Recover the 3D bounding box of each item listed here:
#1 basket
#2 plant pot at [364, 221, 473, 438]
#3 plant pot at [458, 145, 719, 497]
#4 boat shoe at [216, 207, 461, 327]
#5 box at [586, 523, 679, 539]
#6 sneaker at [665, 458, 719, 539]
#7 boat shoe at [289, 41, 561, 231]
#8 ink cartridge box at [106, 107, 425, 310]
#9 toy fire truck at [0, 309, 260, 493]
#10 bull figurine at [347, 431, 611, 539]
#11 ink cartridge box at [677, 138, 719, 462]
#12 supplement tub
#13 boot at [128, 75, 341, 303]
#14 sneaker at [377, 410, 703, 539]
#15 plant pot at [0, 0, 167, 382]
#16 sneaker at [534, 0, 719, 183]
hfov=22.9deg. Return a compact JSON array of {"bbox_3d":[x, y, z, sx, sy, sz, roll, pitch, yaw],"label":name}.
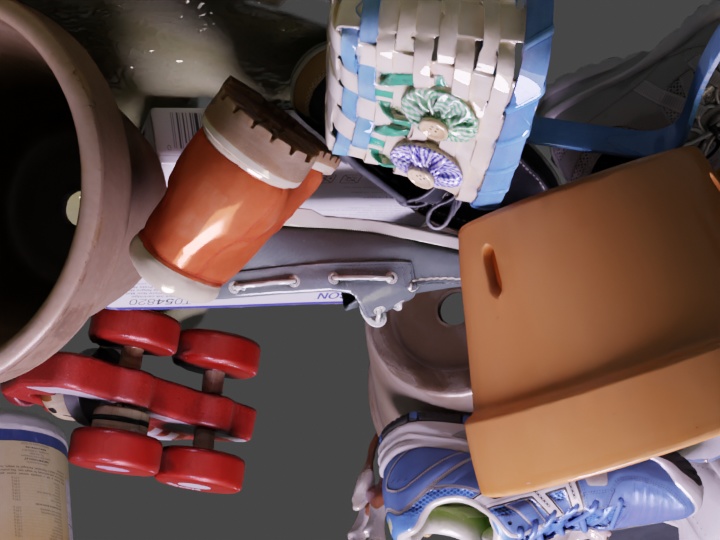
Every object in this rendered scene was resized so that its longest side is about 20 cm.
[{"bbox_3d":[0.081,-0.109,0.893,0.198,0.141,0.177,2,155,-2],"label":"basket"},{"bbox_3d":[0.082,0.052,1.156,0.198,0.202,0.174,-15,157,13],"label":"plant pot"},{"bbox_3d":[0.136,0.022,0.941,0.198,0.141,0.200,-19,177,-1],"label":"plant pot"},{"bbox_3d":[0.000,0.000,1.046,0.198,0.063,0.073,8,-179,-11],"label":"boat shoe"},{"bbox_3d":[0.208,0.115,1.351,0.198,0.199,0.124,-10,156,1],"label":"box"},{"bbox_3d":[0.202,0.123,1.218,0.088,0.200,0.075,-39,130,6],"label":"sneaker"},{"bbox_3d":[0.044,-0.063,1.018,0.199,0.062,0.075,29,106,-35],"label":"boat shoe"},{"bbox_3d":[-0.056,-0.037,1.120,0.197,0.041,0.200,-1,154,-20],"label":"ink cartridge box"},{"bbox_3d":[-0.178,0.097,1.310,0.167,0.113,0.199,-5,163,42],"label":"toy fire truck"},{"bbox_3d":[0.081,0.172,1.243,0.199,0.122,0.065,23,155,33],"label":"bull figurine"},{"bbox_3d":[0.216,0.000,1.099,0.076,0.202,0.136,11,149,-36],"label":"ink cartridge box"},{"bbox_3d":[-0.299,0.225,1.413,0.143,0.202,0.145,-7,156,-3],"label":"supplement tub"},{"bbox_3d":[-0.070,-0.040,0.928,0.108,0.075,0.200,-56,178,9],"label":"boot"},{"bbox_3d":[0.107,0.139,1.071,0.198,0.078,0.076,2,142,4],"label":"sneaker"},{"bbox_3d":[-0.184,-0.038,0.932,0.198,0.202,0.174,-17,171,19],"label":"plant pot"},{"bbox_3d":[0.198,-0.096,1.029,0.199,0.083,0.074,-25,151,31],"label":"sneaker"}]
